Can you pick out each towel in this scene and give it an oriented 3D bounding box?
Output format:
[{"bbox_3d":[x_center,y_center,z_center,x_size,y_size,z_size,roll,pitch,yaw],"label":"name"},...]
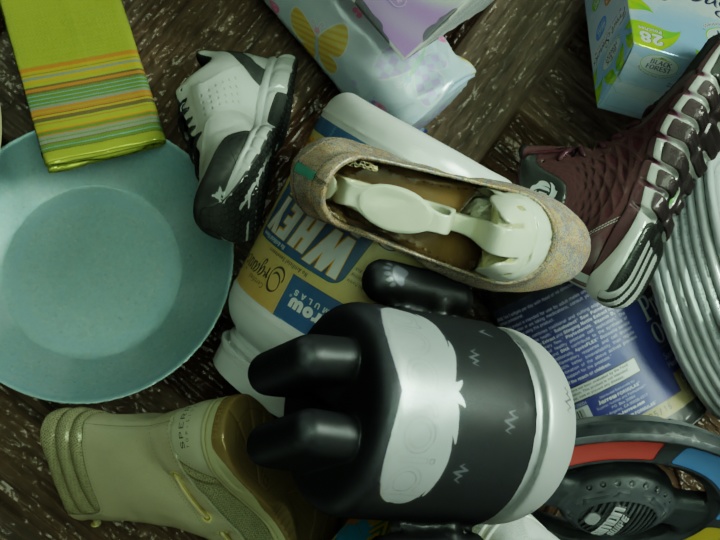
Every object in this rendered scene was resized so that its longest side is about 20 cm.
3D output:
[{"bbox_3d":[-0.203,-0.165,0.922,0.085,0.018,0.202,-13,70,-20],"label":"towel"}]

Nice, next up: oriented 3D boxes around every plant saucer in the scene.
[{"bbox_3d":[-0.185,-0.004,0.898,0.198,0.039,0.203,1,72,-2],"label":"plant saucer"}]

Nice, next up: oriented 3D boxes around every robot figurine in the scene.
[{"bbox_3d":[0.032,0.086,0.772,0.198,0.125,0.152,10,109,-32],"label":"robot figurine"}]

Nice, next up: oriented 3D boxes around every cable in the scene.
[{"bbox_3d":[0.265,0.009,0.940,0.069,0.200,0.202,-18,96,30],"label":"cable"}]

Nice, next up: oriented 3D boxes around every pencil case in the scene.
[{"bbox_3d":[-0.004,-0.189,0.959,0.200,0.083,0.091,48,59,-3],"label":"pencil case"}]

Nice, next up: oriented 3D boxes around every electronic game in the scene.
[{"bbox_3d":[0.173,0.156,0.893,0.198,0.201,0.042,11,54,-11],"label":"electronic game"}]

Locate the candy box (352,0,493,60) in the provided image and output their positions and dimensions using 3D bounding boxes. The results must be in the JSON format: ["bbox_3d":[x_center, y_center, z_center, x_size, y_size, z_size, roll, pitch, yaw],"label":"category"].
[{"bbox_3d":[0.030,-0.251,0.921,0.071,0.200,0.168,-39,92,29],"label":"candy box"}]

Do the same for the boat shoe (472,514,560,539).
[{"bbox_3d":[0.145,0.225,0.891,0.072,0.068,0.200,-43,128,-8],"label":"boat shoe"}]

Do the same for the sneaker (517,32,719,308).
[{"bbox_3d":[0.166,-0.083,0.866,0.115,0.076,0.201,24,76,29],"label":"sneaker"}]

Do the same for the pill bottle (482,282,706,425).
[{"bbox_3d":[0.156,0.034,0.945,0.111,0.112,0.202,-26,88,-15],"label":"pill bottle"}]

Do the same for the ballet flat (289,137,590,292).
[{"bbox_3d":[0.054,-0.026,0.772,0.198,0.067,0.069,13,96,-15],"label":"ballet flat"}]

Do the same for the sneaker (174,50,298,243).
[{"bbox_3d":[-0.094,-0.087,0.894,0.079,0.074,0.201,11,34,-2],"label":"sneaker"}]

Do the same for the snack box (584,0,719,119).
[{"bbox_3d":[0.255,-0.187,0.979,0.167,0.068,0.201,13,48,-11],"label":"snack box"}]

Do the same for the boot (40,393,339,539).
[{"bbox_3d":[-0.109,0.155,0.880,0.154,0.201,0.073,-5,50,24],"label":"boot"}]

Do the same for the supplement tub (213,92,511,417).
[{"bbox_3d":[0.000,0.000,0.878,0.144,0.145,0.201,27,96,-7],"label":"supplement tub"}]

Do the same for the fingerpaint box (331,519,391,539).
[{"bbox_3d":[0.029,0.272,0.857,0.167,0.073,0.201,-47,121,-16],"label":"fingerpaint box"}]
